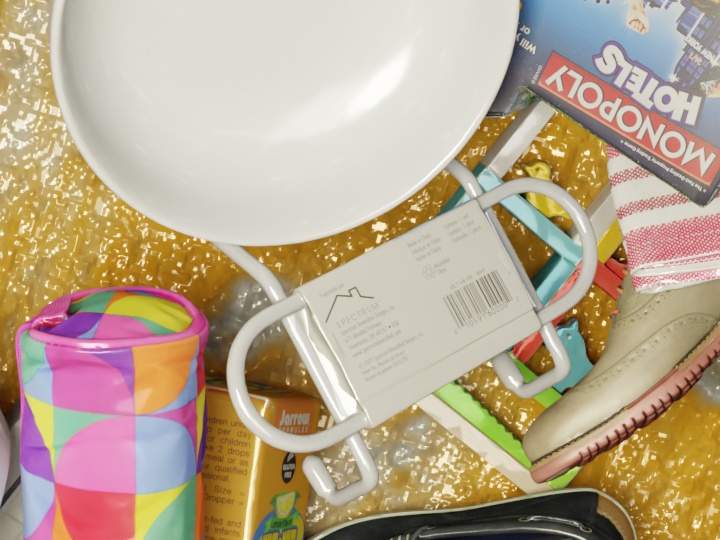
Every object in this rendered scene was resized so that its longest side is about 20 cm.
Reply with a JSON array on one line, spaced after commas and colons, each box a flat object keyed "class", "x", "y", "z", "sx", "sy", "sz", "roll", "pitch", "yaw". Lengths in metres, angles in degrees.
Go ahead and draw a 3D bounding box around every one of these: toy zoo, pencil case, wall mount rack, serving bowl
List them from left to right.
[{"class": "pencil case", "x": -0.108, "y": 0.108, "z": 1.073, "sx": 0.088, "sy": 0.088, "sz": 0.201, "roll": 2, "pitch": 106, "yaw": -7}, {"class": "serving bowl", "x": -0.036, "y": -0.112, "z": 1.059, "sx": 0.199, "sy": 0.066, "sz": 0.201, "roll": -8, "pitch": 122, "yaw": -14}, {"class": "wall mount rack", "x": 0.000, "y": 0.000, "z": 1.123, "sx": 0.200, "sy": 0.075, "sz": 0.174, "roll": -27, "pitch": 88, "yaw": -30}, {"class": "toy zoo", "x": 0.101, "y": -0.004, "z": 1.201, "sx": 0.131, "sy": 0.020, "sz": 0.200, "roll": 39, "pitch": 92, "yaw": -11}]

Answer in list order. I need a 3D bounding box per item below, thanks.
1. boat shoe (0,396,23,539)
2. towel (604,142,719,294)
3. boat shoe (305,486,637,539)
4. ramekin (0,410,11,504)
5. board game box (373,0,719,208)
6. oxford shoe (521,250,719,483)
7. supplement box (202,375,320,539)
[{"class": "boat shoe", "x": -0.140, "y": 0.114, "z": 1.161, "sx": 0.086, "sy": 0.075, "sz": 0.202, "roll": 33, "pitch": 96, "yaw": -10}, {"class": "towel", "x": 0.177, "y": -0.094, "z": 1.153, "sx": 0.146, "sy": 0.030, "sz": 0.201, "roll": -9, "pitch": 71, "yaw": 1}, {"class": "boat shoe", "x": 0.032, "y": 0.150, "z": 1.185, "sx": 0.199, "sy": 0.062, "sz": 0.075, "roll": -15, "pitch": 101, "yaw": 7}, {"class": "ramekin", "x": -0.233, "y": 0.112, "z": 1.092, "sx": 0.105, "sy": 0.200, "sz": 0.201, "roll": 28, "pitch": 94, "yaw": -20}, {"class": "board game box", "x": 0.100, "y": -0.127, "z": 1.102, "sx": 0.200, "sy": 0.062, "sz": 0.200, "roll": 36, "pitch": 114, "yaw": 15}, {"class": "oxford shoe", "x": 0.139, "y": 0.016, "z": 1.169, "sx": 0.200, "sy": 0.070, "sz": 0.075, "roll": -42, "pitch": 85, "yaw": -9}, {"class": "supplement box", "x": -0.070, "y": 0.151, "z": 1.160, "sx": 0.068, "sy": 0.066, "sz": 0.201, "roll": 6, "pitch": 91, "yaw": 22}]
